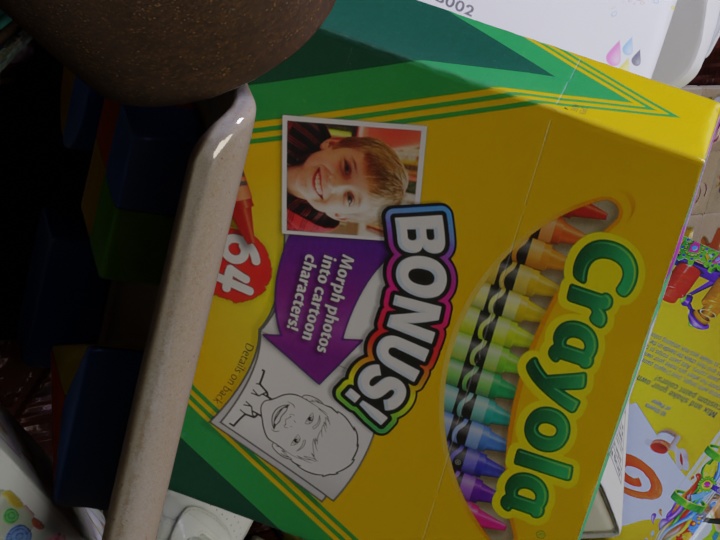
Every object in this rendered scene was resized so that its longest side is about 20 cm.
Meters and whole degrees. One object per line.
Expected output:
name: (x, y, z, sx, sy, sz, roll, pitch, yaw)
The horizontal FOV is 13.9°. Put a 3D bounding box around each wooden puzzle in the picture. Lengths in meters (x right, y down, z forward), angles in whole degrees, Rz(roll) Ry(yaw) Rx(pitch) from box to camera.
wooden puzzle: (-0.085, -0.012, 1.037, 0.046, 0.200, 0.186, 8, 116, -13)

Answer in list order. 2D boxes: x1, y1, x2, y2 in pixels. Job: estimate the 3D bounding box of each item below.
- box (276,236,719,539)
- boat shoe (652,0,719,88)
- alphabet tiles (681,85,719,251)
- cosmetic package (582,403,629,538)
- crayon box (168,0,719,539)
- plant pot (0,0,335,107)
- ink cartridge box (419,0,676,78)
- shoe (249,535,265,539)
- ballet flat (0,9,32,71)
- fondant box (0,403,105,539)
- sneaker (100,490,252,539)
box: (0.093, 0.085, 1.287, 0.193, 0.199, 0.122, -50, 143, -19)
boat shoe: (0.158, -0.178, 1.335, 0.068, 0.072, 0.201, -26, 126, -70)
alphabet tiles: (0.153, 0.003, 1.483, 0.167, 0.008, 0.201, -5, 114, -51)
cosmetic package: (0.062, 0.002, 1.216, 0.104, 0.087, 0.201, 64, 26, -49)
crayon box: (0.019, 0.009, 1.073, 0.058, 0.172, 0.201, -57, 164, -61)
plant pot: (-0.081, -0.156, 0.908, 0.187, 0.186, 0.201, -45, 133, -26)
ink cartridge box: (0.066, -0.129, 1.153, 0.068, 0.116, 0.201, 134, -22, -67)
shoe: (-0.086, 0.199, 1.258, 0.053, 0.070, 0.200, 44, 74, -9)
ballet flat: (-0.126, -0.099, 1.019, 0.200, 0.069, 0.071, -45, 160, -27)
fondant box: (-0.159, 0.126, 1.061, 0.144, 0.058, 0.200, -33, 142, 1)
sneaker: (-0.081, 0.149, 1.187, 0.201, 0.099, 0.075, -56, 143, -15)
